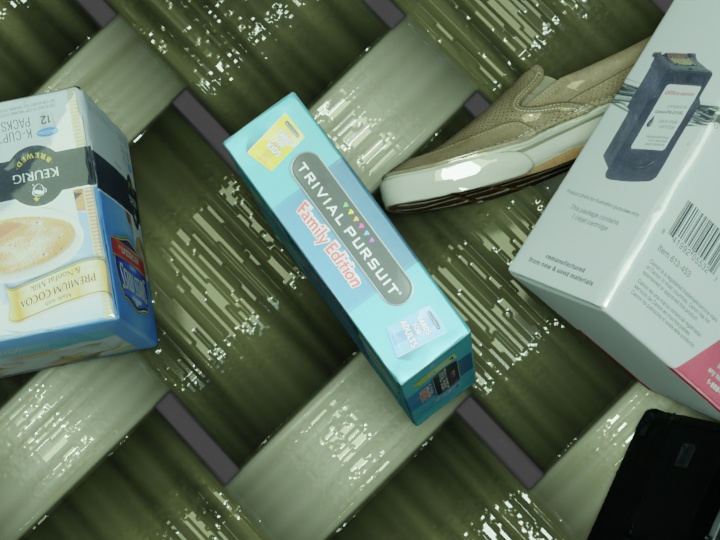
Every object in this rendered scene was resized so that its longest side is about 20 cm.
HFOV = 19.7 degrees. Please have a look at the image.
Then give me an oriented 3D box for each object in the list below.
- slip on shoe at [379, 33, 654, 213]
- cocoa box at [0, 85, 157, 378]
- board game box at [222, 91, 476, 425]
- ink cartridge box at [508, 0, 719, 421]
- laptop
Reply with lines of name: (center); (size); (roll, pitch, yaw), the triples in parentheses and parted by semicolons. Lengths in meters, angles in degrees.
slip on shoe: (0.102, -0.085, 1.179); (0.199, 0.076, 0.061); (-18, 85, -2)
cocoa box: (-0.227, -0.007, 1.159); (0.198, 0.133, 0.132); (-11, 80, 2)
board game box: (0.000, 0.000, 1.108); (0.047, 0.200, 0.151); (-36, 80, -3)
ink cartridge box: (0.196, -0.040, 1.125); (0.084, 0.145, 0.201); (24, 79, 52)
laptop: (0.199, 0.182, 1.094); (0.103, 0.200, 0.178); (28, 82, -19)
